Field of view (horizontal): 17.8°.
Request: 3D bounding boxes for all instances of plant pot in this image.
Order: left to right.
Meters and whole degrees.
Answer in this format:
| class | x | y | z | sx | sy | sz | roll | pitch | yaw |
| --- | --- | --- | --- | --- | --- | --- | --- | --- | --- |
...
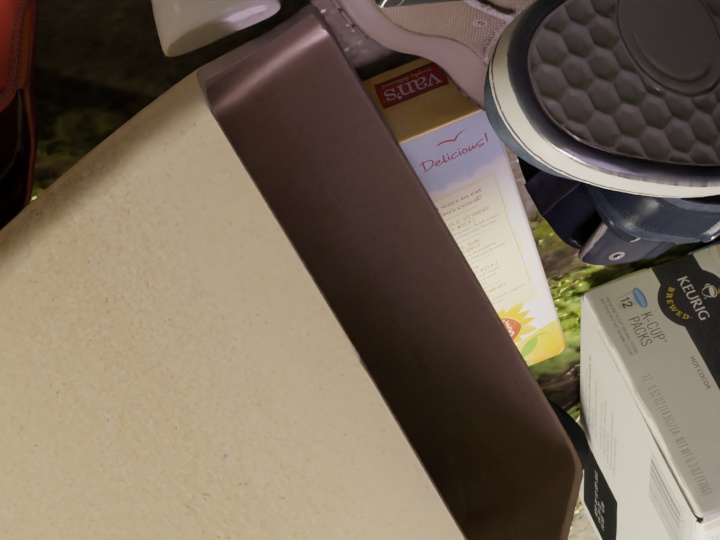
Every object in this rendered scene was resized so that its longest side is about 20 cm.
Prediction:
| class | x | y | z | sx | sy | sz | roll | pitch | yaw |
| --- | --- | --- | --- | --- | --- | --- | --- | --- | --- |
| plant pot | -0.055 | 0.050 | 0.775 | 0.177 | 0.200 | 0.200 | -29 | -174 | 15 |

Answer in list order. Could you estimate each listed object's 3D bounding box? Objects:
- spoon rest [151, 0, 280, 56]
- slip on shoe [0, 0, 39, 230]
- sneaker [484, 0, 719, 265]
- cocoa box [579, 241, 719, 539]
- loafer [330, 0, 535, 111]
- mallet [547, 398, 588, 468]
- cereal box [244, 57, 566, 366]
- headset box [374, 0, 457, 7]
| class | x | y | z | sx | sy | sz | roll | pitch | yaw |
| --- | --- | --- | --- | --- | --- | --- | --- | --- | --- |
| spoon rest | -0.077 | -0.156 | 0.673 | 0.099 | 0.061 | 0.200 | -23 | 134 | -3 |
| slip on shoe | -0.132 | -0.076 | 0.735 | 0.074 | 0.061 | 0.200 | -12 | 144 | -14 |
| sneaker | 0.082 | -0.044 | 0.733 | 0.202 | 0.077 | 0.146 | -14 | 169 | -43 |
| cocoa box | 0.188 | 0.090 | 1.101 | 0.131 | 0.134 | 0.200 | -19 | 147 | -8 |
| loafer | 0.032 | -0.111 | 0.782 | 0.068 | 0.076 | 0.200 | -35 | 155 | 16 |
| mallet | 0.022 | 0.119 | 1.139 | 0.200 | 0.041 | 0.066 | -33 | 148 | 24 |
| cereal box | 0.000 | 0.000 | 0.943 | 0.144 | 0.040 | 0.200 | -21 | 147 | 1 |
| headset box | 0.090 | -0.172 | 0.667 | 0.200 | 0.093 | 0.174 | -12 | 149 | -45 |
